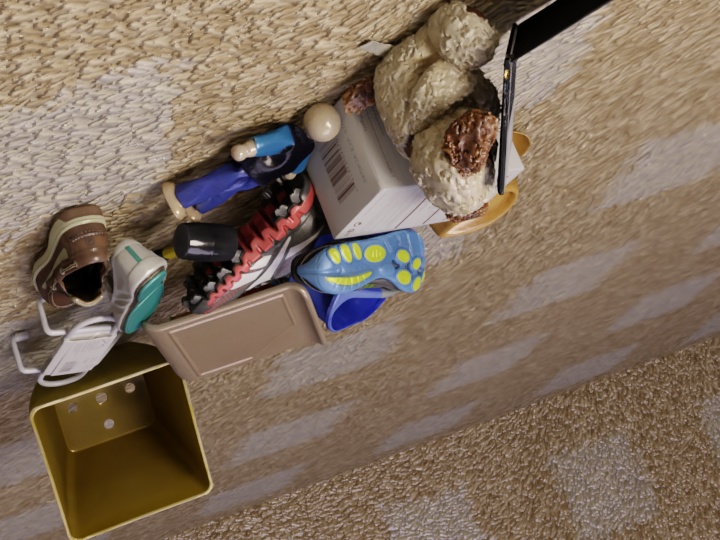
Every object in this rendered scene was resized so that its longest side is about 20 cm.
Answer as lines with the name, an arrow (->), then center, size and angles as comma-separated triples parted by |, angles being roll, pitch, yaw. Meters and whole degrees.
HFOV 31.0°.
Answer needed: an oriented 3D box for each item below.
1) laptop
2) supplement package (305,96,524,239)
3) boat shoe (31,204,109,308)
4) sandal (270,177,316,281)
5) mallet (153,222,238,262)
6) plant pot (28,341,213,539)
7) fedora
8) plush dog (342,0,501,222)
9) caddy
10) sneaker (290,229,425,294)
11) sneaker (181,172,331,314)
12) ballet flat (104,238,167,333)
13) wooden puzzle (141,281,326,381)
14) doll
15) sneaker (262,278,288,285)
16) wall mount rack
laptop -> 0.198, -0.194, 1.265 | 0.114, 0.203, 0.188 | 4, -159, 8
supplement package -> 0.056, -0.122, 1.419 | 0.198, 0.118, 0.117 | -11, 160, -35
boat shoe -> -0.310, 0.007, 1.404 | 0.074, 0.076, 0.203 | -16, 162, -22
sandal -> -0.061, -0.071, 1.527 | 0.199, 0.080, 0.087 | -32, -162, 6
mallet -> -0.217, -0.021, 1.433 | 0.065, 0.042, 0.199 | 4, 170, -43
plant pot -> -0.330, 0.204, 1.733 | 0.198, 0.202, 0.176 | -18, -156, -15
fedora -> 0.136, -0.100, 1.646 | 0.198, 0.083, 0.201 | -20, 163, -7
plush dog -> 0.079, -0.136, 1.280 | 0.159, 0.173, 0.200 | -21, 156, -2
caddy -> 0.000, 0.000, 1.626 | 0.142, 0.105, 0.200 | -60, 163, 20
sneaker -> 0.002, -0.010, 1.445 | 0.082, 0.072, 0.198 | 5, -173, 43
sneaker -> -0.109, -0.014, 1.448 | 0.200, 0.071, 0.098 | -44, 129, 6
ballet flat -> -0.253, 0.012, 1.439 | 0.069, 0.070, 0.200 | -17, 168, -18
wooden puzzle -> -0.148, 0.070, 1.567 | 0.197, 0.038, 0.185 | -14, 156, 1
doll -> -0.107, -0.113, 1.352 | 0.198, 0.049, 0.136 | -27, 166, 13
sneaker -> -0.086, 0.003, 1.690 | 0.085, 0.078, 0.200 | -31, 163, 10
wall mount rack -> -0.326, 0.069, 1.589 | 0.172, 0.075, 0.200 | -6, 157, -34
